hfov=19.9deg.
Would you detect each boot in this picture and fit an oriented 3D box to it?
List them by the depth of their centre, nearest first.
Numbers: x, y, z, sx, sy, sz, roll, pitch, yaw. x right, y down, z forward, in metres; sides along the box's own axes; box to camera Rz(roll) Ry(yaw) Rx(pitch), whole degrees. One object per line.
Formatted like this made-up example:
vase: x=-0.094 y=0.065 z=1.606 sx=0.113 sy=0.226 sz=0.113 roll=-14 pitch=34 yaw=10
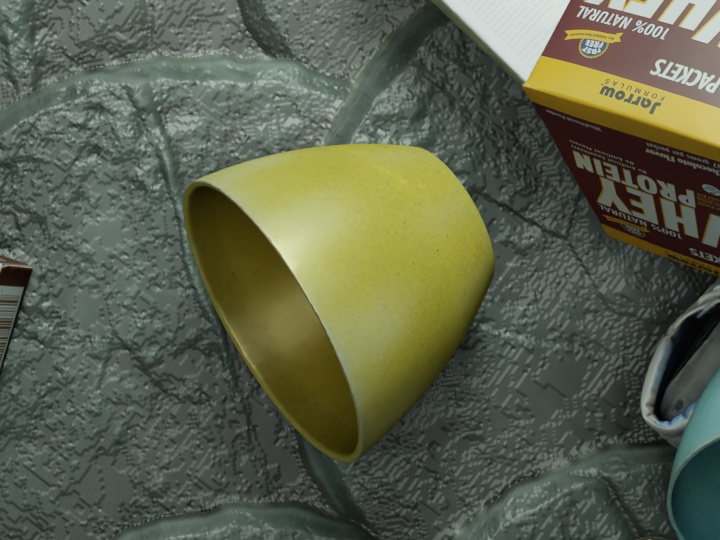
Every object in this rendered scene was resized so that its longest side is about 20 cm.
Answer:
boot: x=0.248 y=0.026 z=1.286 sx=0.073 sy=0.096 sz=0.201 roll=33 pitch=93 yaw=22

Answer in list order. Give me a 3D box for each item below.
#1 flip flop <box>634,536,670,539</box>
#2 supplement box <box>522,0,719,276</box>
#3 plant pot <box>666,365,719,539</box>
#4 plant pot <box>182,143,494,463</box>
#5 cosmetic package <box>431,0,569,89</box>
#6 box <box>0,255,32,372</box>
flip flop: x=0.188 y=0.273 z=1.317 sx=0.081 sy=0.058 sz=0.201 roll=-3 pitch=73 yaw=12
supplement box: x=0.221 y=-0.125 z=1.210 sx=0.132 sy=0.197 sz=0.201 roll=21 pitch=74 yaw=30
plant pot: x=0.287 y=0.091 z=1.203 sx=0.199 sy=0.201 sz=0.135 roll=9 pitch=51 yaw=8
plant pot: x=0.000 y=0.000 z=1.297 sx=0.142 sy=0.200 sz=0.201 roll=-30 pitch=84 yaw=-19
cosmetic package: x=0.089 y=-0.182 z=1.319 sx=0.074 sy=0.102 sz=0.200 roll=-44 pitch=84 yaw=4
box: x=-0.334 y=0.013 z=1.386 sx=0.199 sy=0.075 sz=0.101 roll=17 pitch=91 yaw=10
